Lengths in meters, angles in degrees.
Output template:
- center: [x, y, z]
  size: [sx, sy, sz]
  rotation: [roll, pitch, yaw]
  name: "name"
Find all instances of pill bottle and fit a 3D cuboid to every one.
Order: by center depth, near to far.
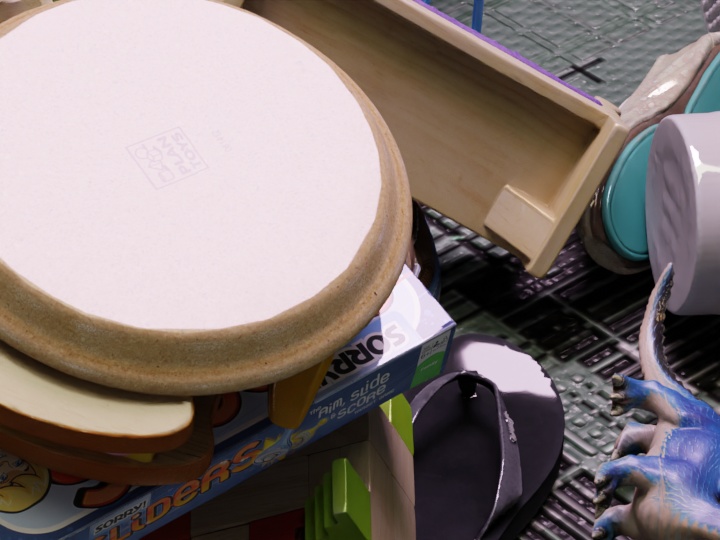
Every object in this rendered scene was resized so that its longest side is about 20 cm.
- center: [0.238, -0.030, 1.244]
  size: [0.199, 0.110, 0.110]
  rotation: [-2, 36, -9]
  name: "pill bottle"

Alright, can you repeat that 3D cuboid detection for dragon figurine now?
- center: [0.152, 0.082, 1.141]
  size: [0.099, 0.059, 0.200]
  rotation: [6, 37, 9]
  name: "dragon figurine"

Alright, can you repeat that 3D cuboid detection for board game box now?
- center: [-0.083, 0.025, 1.019]
  size: [0.199, 0.035, 0.135]
  rotation: [-28, 63, -26]
  name: "board game box"

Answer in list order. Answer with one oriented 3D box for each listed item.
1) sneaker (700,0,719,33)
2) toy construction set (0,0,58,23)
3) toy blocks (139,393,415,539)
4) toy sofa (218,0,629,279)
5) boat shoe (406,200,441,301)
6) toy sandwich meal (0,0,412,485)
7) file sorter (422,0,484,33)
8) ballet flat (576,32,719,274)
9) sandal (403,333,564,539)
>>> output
- center: [0.257, -0.112, 1.394]
  size: [0.104, 0.076, 0.200]
  rotation: [-15, 43, -19]
  name: "sneaker"
- center: [-0.115, -0.061, 1.211]
  size: [0.092, 0.200, 0.131]
  rotation: [-33, 19, 0]
  name: "toy construction set"
- center: [-0.049, 0.135, 1.043]
  size: [0.136, 0.100, 0.201]
  rotation: [-15, 49, 16]
  name: "toy blocks"
- center: [0.017, -0.084, 1.240]
  size: [0.199, 0.083, 0.098]
  rotation: [28, 11, -10]
  name: "toy sofa"
- center: [0.000, 0.000, 1.242]
  size: [0.072, 0.073, 0.200]
  rotation: [1, 36, 3]
  name: "boat shoe"
- center: [-0.076, -0.014, 0.988]
  size: [0.204, 0.070, 0.206]
  rotation: [7, 51, -8]
  name: "toy sandwich meal"
- center: [-0.035, -0.189, 1.407]
  size: [0.122, 0.139, 0.200]
  rotation: [-16, 38, -27]
  name: "file sorter"
- center: [0.140, -0.053, 1.340]
  size: [0.062, 0.068, 0.200]
  rotation: [-10, 22, 37]
  name: "ballet flat"
- center: [0.040, 0.088, 1.145]
  size: [0.076, 0.043, 0.200]
  rotation: [9, 37, 12]
  name: "sandal"
